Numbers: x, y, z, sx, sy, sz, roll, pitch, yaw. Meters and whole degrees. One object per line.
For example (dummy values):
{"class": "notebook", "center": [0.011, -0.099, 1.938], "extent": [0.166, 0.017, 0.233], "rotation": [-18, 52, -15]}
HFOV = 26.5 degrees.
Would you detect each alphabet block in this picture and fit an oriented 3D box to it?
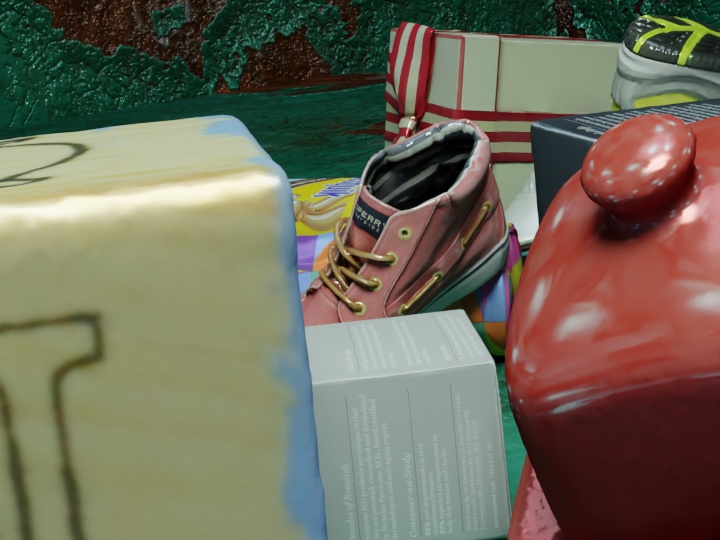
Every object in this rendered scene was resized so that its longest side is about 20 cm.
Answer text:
{"class": "alphabet block", "center": [-0.120, 0.061, 0.514], "extent": [0.199, 0.198, 0.195], "rotation": [-7, 10, -8]}

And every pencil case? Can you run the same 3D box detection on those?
{"class": "pencil case", "center": [0.008, 0.018, 0.944], "extent": [0.199, 0.089, 0.088], "rotation": [-1, 12, 12]}

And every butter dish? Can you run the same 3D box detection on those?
{"class": "butter dish", "center": [0.130, 0.005, 0.571], "extent": [0.199, 0.148, 0.200], "rotation": [-13, 40, 34]}

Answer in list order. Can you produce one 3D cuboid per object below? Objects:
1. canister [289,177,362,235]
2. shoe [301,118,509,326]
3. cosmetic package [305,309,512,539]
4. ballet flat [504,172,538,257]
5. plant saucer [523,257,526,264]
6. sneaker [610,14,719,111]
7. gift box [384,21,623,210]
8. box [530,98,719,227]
{"class": "canister", "center": [-0.027, -0.025, 1.151], "extent": [0.199, 0.087, 0.148], "rotation": [2, 13, 37]}
{"class": "shoe", "center": [0.000, 0.000, 0.835], "extent": [0.200, 0.091, 0.071], "rotation": [-38, 49, -22]}
{"class": "cosmetic package", "center": [-0.040, 0.076, 0.679], "extent": [0.199, 0.091, 0.107], "rotation": [-9, 12, 0]}
{"class": "ballet flat", "center": [0.157, -0.057, 1.024], "extent": [0.199, 0.070, 0.069], "rotation": [-16, 15, -38]}
{"class": "plant saucer", "center": [0.169, -0.006, 1.055], "extent": [0.199, 0.048, 0.200], "rotation": [1, 13, 30]}
{"class": "sneaker", "center": [0.236, -0.100, 0.925], "extent": [0.199, 0.077, 0.076], "rotation": [8, 32, -19]}
{"class": "gift box", "center": [0.106, -0.112, 1.297], "extent": [0.186, 0.186, 0.200], "rotation": [0, 6, -21]}
{"class": "box", "center": [0.206, -0.015, 0.834], "extent": [0.199, 0.149, 0.107], "rotation": [-8, 12, -10]}
